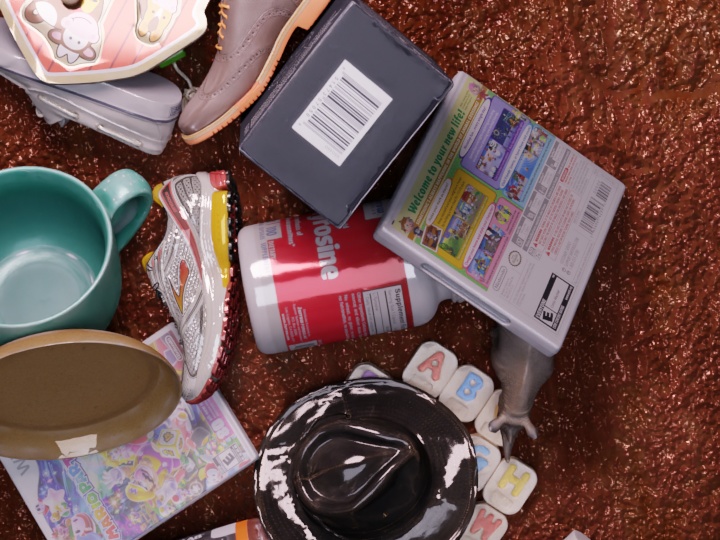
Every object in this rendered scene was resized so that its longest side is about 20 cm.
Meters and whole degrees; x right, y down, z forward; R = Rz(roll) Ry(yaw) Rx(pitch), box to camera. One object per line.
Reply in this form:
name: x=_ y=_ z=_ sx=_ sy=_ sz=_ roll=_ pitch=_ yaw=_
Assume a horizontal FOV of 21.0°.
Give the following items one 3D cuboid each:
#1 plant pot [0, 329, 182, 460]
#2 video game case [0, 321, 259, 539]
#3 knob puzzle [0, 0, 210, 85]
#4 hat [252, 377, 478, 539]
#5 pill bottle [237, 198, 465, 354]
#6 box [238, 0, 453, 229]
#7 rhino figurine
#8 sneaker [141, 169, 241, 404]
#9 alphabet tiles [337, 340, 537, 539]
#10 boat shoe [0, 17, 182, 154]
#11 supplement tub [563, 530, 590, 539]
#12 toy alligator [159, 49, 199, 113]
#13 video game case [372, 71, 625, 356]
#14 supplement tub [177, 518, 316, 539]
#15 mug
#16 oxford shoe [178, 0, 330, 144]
plant pot: x=-0.249 y=0.101 z=1.634 sx=0.198 sy=0.201 sz=0.028 roll=-11 pitch=59 yaw=0
video game case: x=-0.208 y=0.159 z=1.721 sx=0.199 sy=0.018 sz=0.144 roll=-34 pitch=82 yaw=4
knob puzzle: x=-0.214 y=-0.245 z=1.601 sx=0.217 sy=0.030 sz=0.222 roll=0 pitch=88 yaw=-3
hat: x=0.001 y=0.169 z=1.671 sx=0.198 sy=0.081 sz=0.203 roll=-2 pitch=67 yaw=5
pill bottle: x=0.000 y=0.000 z=1.672 sx=0.198 sy=0.112 sz=0.113 roll=-11 pitch=101 yaw=0
box: x=-0.016 y=-0.138 z=1.600 sx=0.107 sy=0.200 sz=0.149 roll=37 pitch=98 yaw=-10
rhino figurine: x=0.142 y=0.071 z=1.702 sx=0.059 sy=0.087 sz=0.202 roll=9 pitch=99 yaw=-5
sneaker: x=-0.146 y=0.015 z=1.689 sx=0.081 sy=0.078 sz=0.202 roll=-1 pitch=84 yaw=6
alphabet tiles: x=0.056 y=0.173 z=1.757 sx=0.199 sy=0.015 sz=0.196 roll=33 pitch=98 yaw=-7
boat shoe: x=-0.251 y=-0.155 z=1.659 sx=0.198 sy=0.072 sz=0.066 roll=19 pitch=119 yaw=-3
supplement tub: x=0.162 y=0.343 z=1.727 sx=0.144 sy=0.144 sz=0.200 roll=44 pitch=96 yaw=-9
toy alligator: x=-0.178 y=-0.216 z=1.653 sx=0.059 sy=0.054 sz=0.201 roll=-24 pitch=101 yaw=3
video game case: x=0.121 y=-0.051 z=1.645 sx=0.181 sy=0.201 sz=0.022 roll=34 pitch=142 yaw=-8
supplement tub: x=-0.127 y=0.283 z=1.725 sx=0.198 sy=0.107 sz=0.108 roll=-17 pitch=101 yaw=1
mug: x=-0.263 y=0.003 z=1.647 sx=0.183 sy=0.115 sz=0.153 roll=-5 pitch=63 yaw=-2
oxford shoe: x=-0.101 y=-0.199 z=1.647 sx=0.073 sy=0.071 sz=0.201 roll=37 pitch=88 yaw=-25
